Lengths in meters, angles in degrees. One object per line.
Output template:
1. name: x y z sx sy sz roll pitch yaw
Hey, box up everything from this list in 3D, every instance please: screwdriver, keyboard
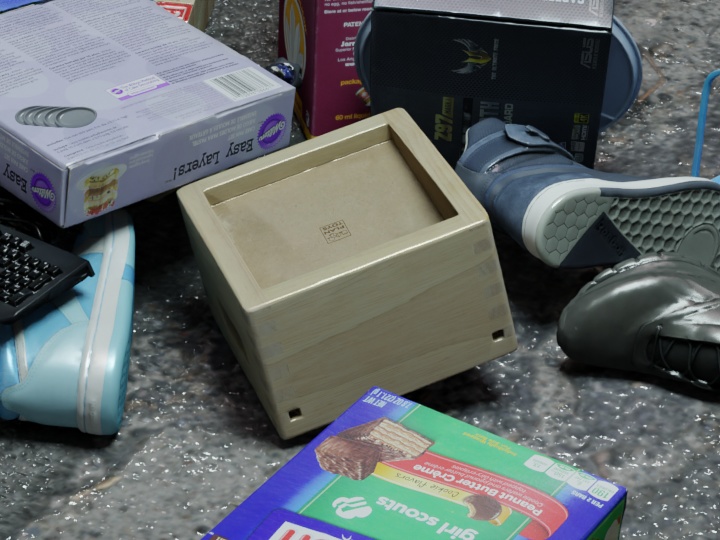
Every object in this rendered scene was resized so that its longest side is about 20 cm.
1. screwdriver: -0.053 -0.137 1.730 0.028 0.029 0.200 25 -2 0
2. keyboard: -0.252 -0.031 1.554 0.200 0.040 0.104 21 39 33

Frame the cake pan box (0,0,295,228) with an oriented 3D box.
1. cake pan box: -0.169 -0.112 1.624 0.184 0.052 0.200 33 40 33

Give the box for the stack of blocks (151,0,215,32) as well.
1. stack of blocks: -0.176 -0.216 1.968 0.115 0.059 0.200 5 32 3

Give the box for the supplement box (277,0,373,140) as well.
1. supplement box: -0.006 -0.203 1.826 0.086 0.200 0.110 -7 34 -14

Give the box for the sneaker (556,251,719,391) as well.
1. sneaker: 0.223 0.041 1.582 0.200 0.076 0.091 -2 39 -4

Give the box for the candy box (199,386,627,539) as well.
1. candy box: 0.022 0.162 1.363 0.169 0.077 0.200 21 37 25

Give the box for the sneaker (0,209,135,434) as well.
1. sneaker: -0.205 0.022 1.567 0.131 0.080 0.200 3 31 -3

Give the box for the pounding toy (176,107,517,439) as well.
1. pounding toy: 0.000 0.000 1.594 0.184 0.142 0.200 -21 34 -10

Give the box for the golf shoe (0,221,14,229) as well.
1. golf shoe: -0.262 -0.046 1.689 0.092 0.075 0.200 17 41 6

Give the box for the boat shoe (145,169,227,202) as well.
1. boat shoe: -0.122 -0.094 1.768 0.075 0.068 0.200 13 14 24

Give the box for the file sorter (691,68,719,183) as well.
1. file sorter: 0.341 -0.097 1.762 0.200 0.123 0.139 -26 42 -37

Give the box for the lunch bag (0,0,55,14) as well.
1. lunch bag: -0.300 -0.168 1.748 0.170 0.124 0.200 -21 4 -29

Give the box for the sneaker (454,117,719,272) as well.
1. sneaker: 0.153 -0.047 1.689 0.202 0.077 0.146 7 14 -38

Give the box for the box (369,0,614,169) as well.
1. box: 0.086 -0.127 1.716 0.158 0.200 0.051 7 57 3

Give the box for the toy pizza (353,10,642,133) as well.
1. toy pizza: 0.096 -0.148 1.758 0.200 0.200 0.032 5 57 4
